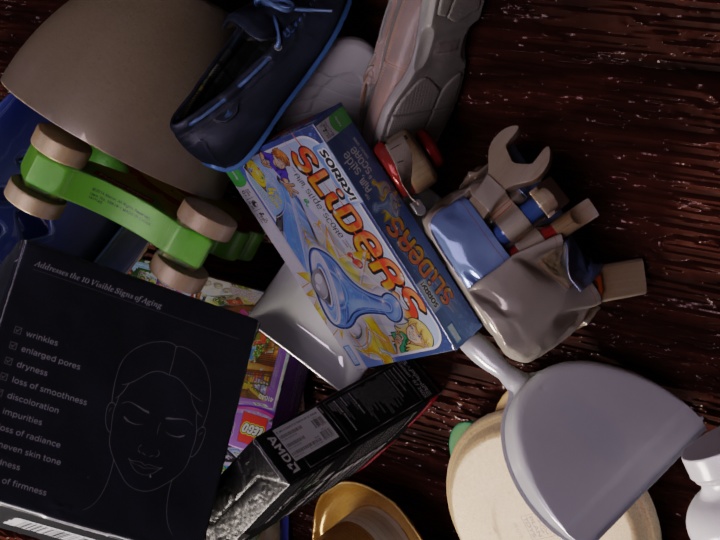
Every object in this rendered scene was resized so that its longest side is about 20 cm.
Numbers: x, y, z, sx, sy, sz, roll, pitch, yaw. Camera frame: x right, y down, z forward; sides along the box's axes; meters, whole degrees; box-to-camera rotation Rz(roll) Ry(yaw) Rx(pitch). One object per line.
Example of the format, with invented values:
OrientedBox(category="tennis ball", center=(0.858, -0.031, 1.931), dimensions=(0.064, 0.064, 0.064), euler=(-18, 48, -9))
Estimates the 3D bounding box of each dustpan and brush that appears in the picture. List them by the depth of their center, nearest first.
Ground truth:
OrientedBox(category="dustpan and brush", center=(0.141, 0.101, 1.157), dimensions=(0.200, 0.140, 0.057), euler=(44, 167, 17))

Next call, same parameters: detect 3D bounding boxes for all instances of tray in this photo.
OrientedBox(category="tray", center=(0.000, 0.000, 1.241), dimensions=(0.107, 0.022, 0.200), euler=(38, 119, 2))

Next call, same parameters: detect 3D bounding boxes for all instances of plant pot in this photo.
OrientedBox(category="plant pot", center=(-0.167, -0.164, 1.225), dimensions=(0.200, 0.200, 0.135), euler=(33, 98, 21))
OrientedBox(category="plant pot", center=(-0.311, -0.020, 1.345), dimensions=(0.180, 0.200, 0.200), euler=(43, 151, -16))

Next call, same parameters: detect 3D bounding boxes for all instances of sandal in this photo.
OrientedBox(category="sandal", center=(-0.032, -0.101, 1.222), dimensions=(0.050, 0.082, 0.203), euler=(-106, 23, -52))

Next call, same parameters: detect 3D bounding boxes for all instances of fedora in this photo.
OrientedBox(category="fedora", center=(-0.008, 0.287, 1.345), dimensions=(0.201, 0.082, 0.201), euler=(23, 120, 45))

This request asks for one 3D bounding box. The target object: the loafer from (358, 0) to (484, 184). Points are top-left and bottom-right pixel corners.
OrientedBox(category="loafer", center=(0.039, -0.162, 1.139), dimensions=(0.063, 0.072, 0.200), euler=(41, 124, 36))

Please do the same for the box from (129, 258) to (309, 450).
OrientedBox(category="box", center=(-0.137, 0.074, 1.357), dimensions=(0.200, 0.039, 0.137), euler=(15, 90, 32))

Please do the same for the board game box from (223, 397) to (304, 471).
OrientedBox(category="board game box", center=(-0.139, 0.126, 1.424), dimensions=(0.200, 0.035, 0.126), euler=(13, 117, 32))

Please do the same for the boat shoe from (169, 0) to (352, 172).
OrientedBox(category="boat shoe", center=(-0.069, -0.170, 1.138), dimensions=(0.069, 0.200, 0.084), euler=(34, 168, -36))

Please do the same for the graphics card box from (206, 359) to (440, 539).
OrientedBox(category="graphics card box", center=(-0.036, 0.149, 1.247), dimensions=(0.051, 0.200, 0.125), euler=(51, 132, 11))

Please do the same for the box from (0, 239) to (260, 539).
OrientedBox(category="box", center=(-0.207, 0.109, 1.183), dimensions=(0.200, 0.197, 0.124), euler=(21, 159, -19))

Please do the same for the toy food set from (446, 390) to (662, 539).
OrientedBox(category="toy food set", center=(0.152, 0.193, 1.228), dimensions=(0.200, 0.049, 0.198), euler=(51, 132, 6))

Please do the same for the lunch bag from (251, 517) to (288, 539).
OrientedBox(category="lunch bag", center=(-0.159, 0.286, 1.460), dimensions=(0.170, 0.124, 0.200), euler=(11, 110, 32))

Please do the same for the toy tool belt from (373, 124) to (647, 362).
OrientedBox(category="toy tool belt", center=(0.113, -0.039, 1.121), dimensions=(0.123, 0.125, 0.200), euler=(-33, 91, 1))

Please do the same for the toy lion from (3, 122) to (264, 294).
OrientedBox(category="toy lion", center=(-0.173, -0.061, 1.250), dimensions=(0.200, 0.192, 0.069), euler=(27, 104, -8))

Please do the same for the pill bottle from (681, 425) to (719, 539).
OrientedBox(category="pill bottle", center=(0.302, 0.204, 1.078), dimensions=(0.111, 0.111, 0.200), euler=(-24, 96, 41))

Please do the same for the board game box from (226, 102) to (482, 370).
OrientedBox(category="board game box", center=(-0.008, -0.021, 1.167), dimensions=(0.135, 0.034, 0.200), euler=(-17, 109, 54))
